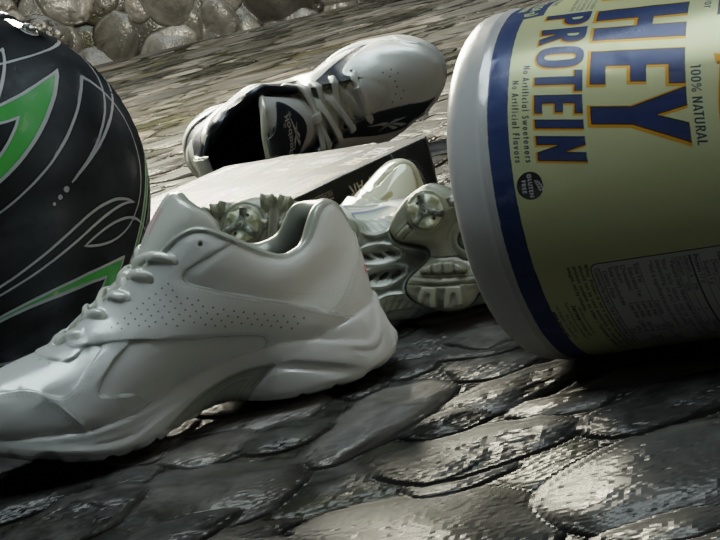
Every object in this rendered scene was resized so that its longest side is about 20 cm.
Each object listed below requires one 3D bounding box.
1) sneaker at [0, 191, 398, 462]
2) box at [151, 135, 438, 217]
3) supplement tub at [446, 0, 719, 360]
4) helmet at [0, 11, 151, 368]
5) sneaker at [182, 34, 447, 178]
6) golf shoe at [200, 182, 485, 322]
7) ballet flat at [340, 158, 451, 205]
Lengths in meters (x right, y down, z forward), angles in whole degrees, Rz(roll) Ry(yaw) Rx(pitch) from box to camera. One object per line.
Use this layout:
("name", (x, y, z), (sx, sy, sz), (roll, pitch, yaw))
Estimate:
("sneaker", (-0.088, 0.019, 0.963), (0.200, 0.100, 0.078), (-18, 12, -17))
("box", (-0.072, -0.026, 1.311), (0.160, 0.044, 0.200), (-6, 14, 37))
("supplement tub", (0.149, -0.047, 0.875), (0.200, 0.145, 0.145), (-10, 12, 24))
("helmet", (-0.194, -0.024, 1.067), (0.190, 0.201, 0.200), (-5, 10, -9))
("sneaker", (-0.033, -0.105, 1.566), (0.199, 0.080, 0.130), (-14, 12, 3))
("golf shoe", (0.000, 0.000, 1.077), (0.200, 0.078, 0.097), (-5, -4, 15))
("ballet flat", (0.044, -0.039, 1.182), (0.200, 0.063, 0.069), (-17, 11, -14))
